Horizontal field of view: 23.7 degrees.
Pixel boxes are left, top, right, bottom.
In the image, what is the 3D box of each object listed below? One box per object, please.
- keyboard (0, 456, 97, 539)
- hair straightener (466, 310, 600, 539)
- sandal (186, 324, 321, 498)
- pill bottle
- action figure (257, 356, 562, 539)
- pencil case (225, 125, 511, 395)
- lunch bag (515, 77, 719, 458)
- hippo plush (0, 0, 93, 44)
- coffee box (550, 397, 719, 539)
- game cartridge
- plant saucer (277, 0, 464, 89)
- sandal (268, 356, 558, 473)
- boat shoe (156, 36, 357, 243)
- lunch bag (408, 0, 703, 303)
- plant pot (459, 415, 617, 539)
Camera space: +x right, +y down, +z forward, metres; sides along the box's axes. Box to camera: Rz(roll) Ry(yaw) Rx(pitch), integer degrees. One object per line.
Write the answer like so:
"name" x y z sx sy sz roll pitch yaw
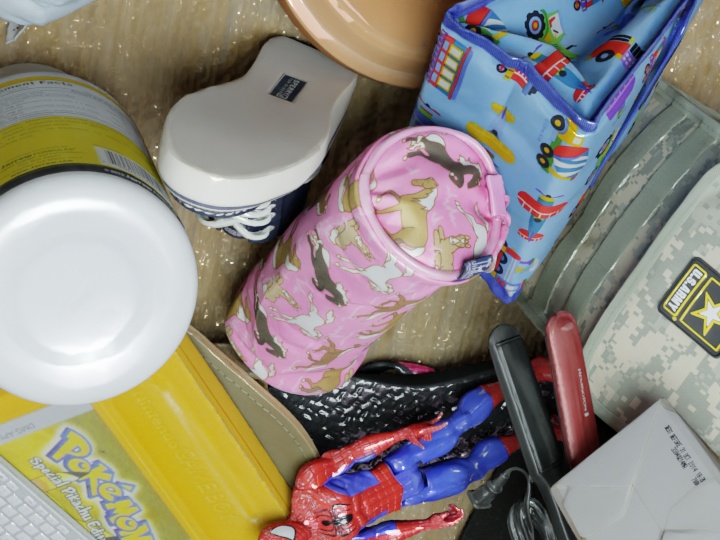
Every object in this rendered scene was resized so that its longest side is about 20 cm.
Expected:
"keyboard" -0.174 0.158 0.959 0.056 0.011 0.200 -31 118 23
"hair straightener" 0.100 0.125 0.931 0.076 0.041 0.202 -11 97 30
"sandal" -0.087 0.058 0.964 0.077 0.070 0.212 -31 117 26
"pill bottle" -0.149 -0.029 0.824 0.111 0.200 0.113 -7 117 -15
"action figure" 0.031 0.112 0.955 0.199 0.052 0.066 -24 112 -18
"pencil case" 0.000 0.000 0.883 0.086 0.200 0.083 43 57 -5
"lunch bag" 0.191 0.010 0.958 0.117 0.200 0.165 27 105 -28
"hippo plush" -0.140 -0.210 0.798 0.199 0.159 0.162 -16 106 40
"coffee box" 0.197 0.173 0.870 0.080 0.115 0.200 -40 121 9
"game cartridge" -0.152 0.119 0.952 0.199 0.033 0.177 -19 122 19
"plant saucer" 0.041 -0.193 0.883 0.199 0.032 0.202 -5 104 -21
"sandal" 0.027 0.086 1.025 0.198 0.045 0.076 -6 108 -7
"boat shoe" -0.055 -0.045 0.861 0.074 0.200 0.093 24 116 8
"lunch bag" 0.118 -0.106 0.897 0.200 0.094 0.151 -42 163 -32
"plant pot" 0.181 0.180 1.051 0.198 0.199 0.179 9 101 -22
